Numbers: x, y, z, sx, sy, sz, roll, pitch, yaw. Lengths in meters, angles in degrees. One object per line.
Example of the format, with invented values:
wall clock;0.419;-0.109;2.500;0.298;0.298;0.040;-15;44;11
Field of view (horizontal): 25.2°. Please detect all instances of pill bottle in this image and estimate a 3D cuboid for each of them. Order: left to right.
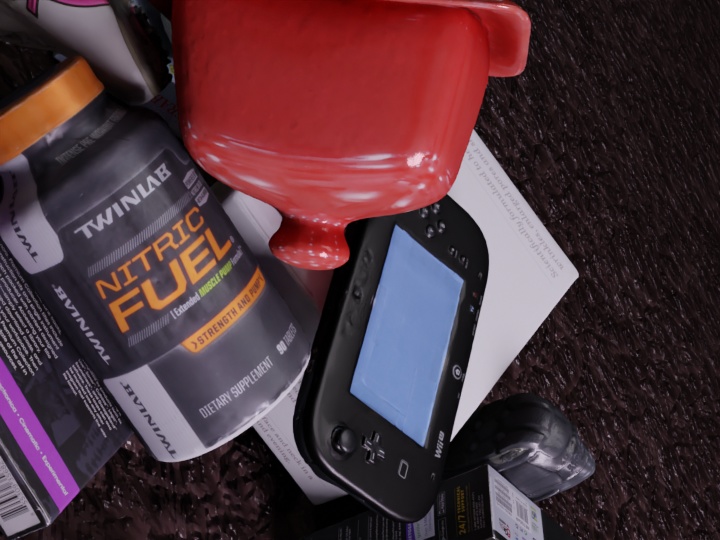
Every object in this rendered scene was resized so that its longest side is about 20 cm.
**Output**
pill bottle;-0.119;-0.009;0.833;0.201;0.105;0.106;57;27;-16

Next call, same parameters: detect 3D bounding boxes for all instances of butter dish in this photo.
butter dish;-0.018;-0.075;0.839;0.199;0.197;0.150;33;65;-84

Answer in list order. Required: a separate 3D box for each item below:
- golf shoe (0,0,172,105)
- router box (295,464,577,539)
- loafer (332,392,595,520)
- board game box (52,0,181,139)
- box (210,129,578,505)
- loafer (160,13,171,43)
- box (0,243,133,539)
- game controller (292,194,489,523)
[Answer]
golf shoe;-0.182;-0.149;0.878;0.200;0.092;0.073;45;-6;21
router box;0.068;0.211;1.017;0.200;0.156;0.053;41;35;-39
loafer;0.060;0.134;1.023;0.070;0.199;0.069;40;49;-25
board game box;-0.137;-0.192;1.114;0.199;0.041;0.202;33;40;-49
box;0.000;0.000;1.016;0.200;0.130;0.200;53;48;-9
loafer;-0.077;-0.200;1.108;0.200;0.069;0.071;-38;111;-64
box;-0.167;0.033;0.865;0.144;0.036;0.200;61;27;-10
game controller;0.022;0.037;0.902;0.104;0.042;0.202;32;56;-26
